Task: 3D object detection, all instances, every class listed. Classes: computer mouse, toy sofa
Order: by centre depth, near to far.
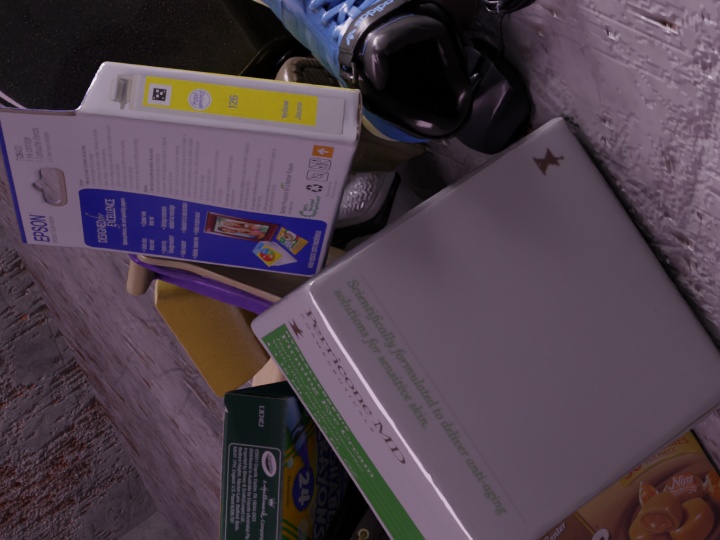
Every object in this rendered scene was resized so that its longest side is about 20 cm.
[{"bbox_3d":[0.075,-0.127,0.923,0.059,0.034,0.200,50,161,22],"label":"computer mouse"},{"bbox_3d":[-0.065,0.012,1.103,0.200,0.098,0.083,19,137,2],"label":"toy sofa"}]

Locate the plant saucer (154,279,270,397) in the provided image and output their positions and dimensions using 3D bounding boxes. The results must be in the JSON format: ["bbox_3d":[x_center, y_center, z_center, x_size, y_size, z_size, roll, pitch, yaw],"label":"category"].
[{"bbox_3d":[-0.096,-0.019,1.285,0.048,0.200,0.200,6,155,15],"label":"plant saucer"}]

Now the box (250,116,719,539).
[{"bbox_3d":[0.077,0.052,0.964,0.199,0.200,0.171,57,161,0],"label":"box"}]

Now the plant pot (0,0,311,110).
[{"bbox_3d":[-0.135,-0.176,1.042,0.177,0.200,0.200,45,-157,3],"label":"plant pot"}]

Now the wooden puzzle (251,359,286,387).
[{"bbox_3d":[-0.033,0.032,1.359,0.200,0.046,0.186,172,107,-68],"label":"wooden puzzle"}]

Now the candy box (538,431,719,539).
[{"bbox_3d":[0.152,0.192,1.018,0.116,0.200,0.055,57,162,-2],"label":"candy box"}]

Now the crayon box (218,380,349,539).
[{"bbox_3d":[-0.029,0.140,1.104,0.051,0.200,0.126,4,93,23],"label":"crayon box"}]

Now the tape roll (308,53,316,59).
[{"bbox_3d":[-0.066,-0.142,1.216,0.203,0.037,0.203,48,171,11],"label":"tape roll"}]

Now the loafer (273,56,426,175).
[{"bbox_3d":[-0.020,-0.098,1.039,0.076,0.067,0.200,63,-159,15],"label":"loafer"}]

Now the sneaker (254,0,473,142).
[{"bbox_3d":[-0.007,-0.155,0.906,0.200,0.077,0.111,53,168,-19],"label":"sneaker"}]

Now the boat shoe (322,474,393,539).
[{"bbox_3d":[0.020,0.139,1.057,0.061,0.201,0.072,29,154,-21],"label":"boat shoe"}]

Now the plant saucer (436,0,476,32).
[{"bbox_3d":[-0.003,-0.221,0.967,0.200,0.032,0.200,48,162,21],"label":"plant saucer"}]

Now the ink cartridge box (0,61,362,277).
[{"bbox_3d":[-0.109,-0.059,0.942,0.198,0.200,0.047,109,169,-68],"label":"ink cartridge box"}]

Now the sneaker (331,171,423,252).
[{"bbox_3d":[0.000,0.000,1.187,0.115,0.075,0.200,35,141,-13],"label":"sneaker"}]
